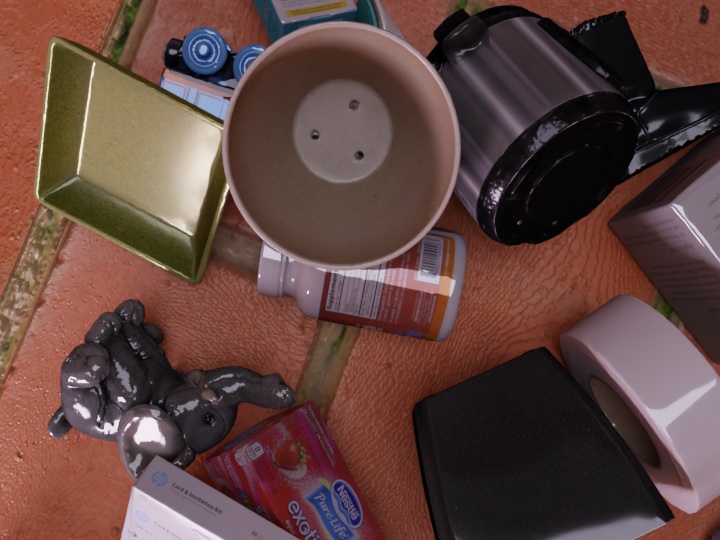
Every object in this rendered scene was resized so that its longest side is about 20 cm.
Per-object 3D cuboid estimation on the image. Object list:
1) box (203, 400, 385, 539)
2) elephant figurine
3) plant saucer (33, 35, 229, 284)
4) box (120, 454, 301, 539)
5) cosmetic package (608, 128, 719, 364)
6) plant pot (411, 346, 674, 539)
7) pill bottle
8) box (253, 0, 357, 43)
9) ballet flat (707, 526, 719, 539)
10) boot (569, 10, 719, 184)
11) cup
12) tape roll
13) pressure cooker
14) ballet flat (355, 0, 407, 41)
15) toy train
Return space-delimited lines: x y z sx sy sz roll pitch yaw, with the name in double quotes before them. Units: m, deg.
"box" -0.056 0.244 0.772 0.095 0.099 0.202 -27 88 -39
"elephant figurine" -0.186 0.136 0.767 0.198 0.156 0.142 35 58 3
"plant saucer" -0.216 -0.109 0.780 0.198 0.048 0.201 28 130 0
"box" -0.152 0.276 0.743 0.154 0.202 0.041 28 43 5
"cosmetic package" 0.391 -0.028 0.783 0.164 0.165 0.201 -39 90 -4
"plant pot" 0.145 0.188 0.762 0.196 0.200 0.180 -23 76 -3
"pill bottle" 0.000 0.000 0.793 0.196 0.112 0.115 11 87 -1
"box" -0.079 -0.316 0.794 0.081 0.049 0.203 -16 69 -19
"ballet flat" 0.455 0.258 0.822 0.199 0.072 0.073 -36 89 -3
"boot" 0.299 -0.199 0.837 0.196 0.073 0.165 -27 83 -5
"cup" -0.016 -0.118 0.713 0.196 0.143 0.204 0 106 0
"tape roll" 0.279 0.126 0.756 0.070 0.202 0.204 -33 89 -4
"pressure cooker" 0.140 -0.148 0.751 0.176 0.177 0.201 -12 52 -29
"ballet flat" 0.036 -0.188 0.832 0.068 0.069 0.204 -8 92 -2
"toy train" -0.115 -0.171 0.813 0.196 0.087 0.116 17 96 -4
